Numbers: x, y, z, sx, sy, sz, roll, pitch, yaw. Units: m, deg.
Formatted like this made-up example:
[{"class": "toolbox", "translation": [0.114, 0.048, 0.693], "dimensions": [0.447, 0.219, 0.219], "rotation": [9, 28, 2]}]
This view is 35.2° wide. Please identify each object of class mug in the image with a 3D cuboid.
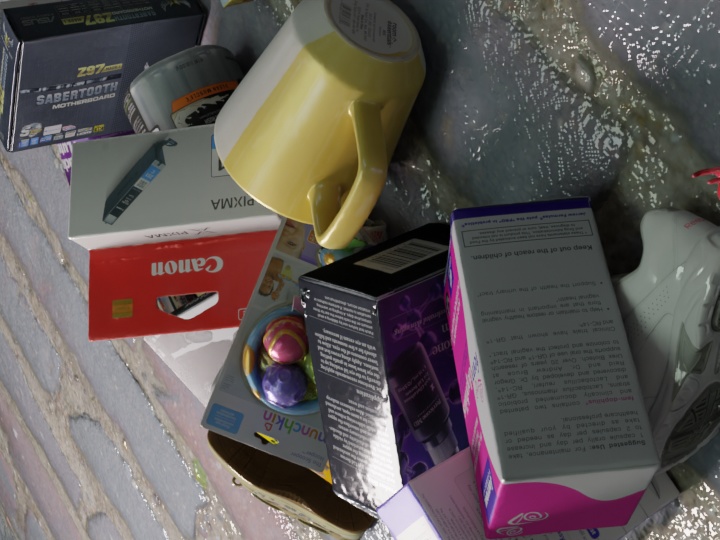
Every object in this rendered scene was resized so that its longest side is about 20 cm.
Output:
[{"class": "mug", "translation": [-0.011, -0.128, 0.906], "dimensions": [0.187, 0.149, 0.153], "rotation": [51, 134, 16]}]

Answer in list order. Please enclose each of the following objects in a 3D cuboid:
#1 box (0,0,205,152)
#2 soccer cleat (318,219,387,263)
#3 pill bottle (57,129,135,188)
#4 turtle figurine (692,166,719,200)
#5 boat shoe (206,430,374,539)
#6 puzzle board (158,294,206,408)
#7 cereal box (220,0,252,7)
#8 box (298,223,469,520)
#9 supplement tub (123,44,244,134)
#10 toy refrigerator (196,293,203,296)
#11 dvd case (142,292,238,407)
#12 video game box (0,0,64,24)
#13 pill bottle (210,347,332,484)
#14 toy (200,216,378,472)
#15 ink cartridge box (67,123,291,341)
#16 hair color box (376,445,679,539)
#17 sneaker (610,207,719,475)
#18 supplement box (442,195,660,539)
[{"class": "box", "translation": [-0.268, -0.205, 1.157], "dimensions": [0.051, 0.199, 0.158], "rotation": [56, 144, 24]}, {"class": "soccer cleat", "translation": [0.000, 0.000, 1.018], "dimensions": [0.085, 0.069, 0.201], "rotation": [-32, 89, 27]}, {"class": "pill bottle", "translation": [-0.284, -0.122, 1.304], "dimensions": [0.111, 0.111, 0.202], "rotation": [0, 108, 54]}, {"class": "turtle figurine", "translation": [0.256, -0.081, 0.589], "dimensions": [0.149, 0.100, 0.201], "rotation": [38, 130, 38]}, {"class": "boat shoe", "translation": [-0.079, 0.226, 1.204], "dimensions": [0.199, 0.073, 0.063], "rotation": [33, 144, 10]}, {"class": "puzzle board", "translation": [-0.172, 0.060, 1.247], "dimensions": [0.017, 0.151, 0.201], "rotation": [-29, 82, 14]}, {"class": "cereal box", "translation": [-0.113, -0.354, 1.002], "dimensions": [0.144, 0.039, 0.202], "rotation": [-18, 94, 57]}, {"class": "box", "translation": [0.048, 0.082, 0.921], "dimensions": [0.104, 0.147, 0.202], "rotation": [14, 120, 50]}, {"class": "supplement tub", "translation": [-0.137, -0.104, 1.099], "dimensions": [0.201, 0.122, 0.122], "rotation": [62, 146, 8]}, {"class": "toy refrigerator", "translation": [-0.133, 0.003, 1.195], "dimensions": [0.200, 0.076, 0.070], "rotation": [49, 142, 25]}, {"class": "dvd case", "translation": [-0.095, 0.074, 1.103], "dimensions": [0.199, 0.025, 0.151], "rotation": [-28, 111, 29]}, {"class": "video game box", "translation": [-0.362, -0.253, 1.279], "dimensions": [0.200, 0.181, 0.047], "rotation": [-24, 89, 56]}, {"class": "pill bottle", "translation": [-0.030, 0.126, 1.035], "dimensions": [0.199, 0.110, 0.109], "rotation": [35, 145, -7]}, {"class": "toy", "translation": [-0.045, 0.060, 0.951], "dimensions": [0.047, 0.114, 0.202], "rotation": [-170, 102, -83]}, {"class": "ink cartridge box", "translation": [-0.159, -0.036, 1.001], "dimensions": [0.045, 0.198, 0.178], "rotation": [46, -140, -70]}, {"class": "hair color box", "translation": [0.122, 0.165, 0.813], "dimensions": [0.110, 0.199, 0.065], "rotation": [58, 147, 14]}, {"class": "sneaker", "translation": [0.204, 0.046, 0.762], "dimensions": [0.099, 0.077, 0.202], "rotation": [43, 132, 45]}, {"class": "supplement box", "translation": [0.120, 0.064, 0.759], "dimensions": [0.102, 0.102, 0.201], "rotation": [91, 172, -56]}]
